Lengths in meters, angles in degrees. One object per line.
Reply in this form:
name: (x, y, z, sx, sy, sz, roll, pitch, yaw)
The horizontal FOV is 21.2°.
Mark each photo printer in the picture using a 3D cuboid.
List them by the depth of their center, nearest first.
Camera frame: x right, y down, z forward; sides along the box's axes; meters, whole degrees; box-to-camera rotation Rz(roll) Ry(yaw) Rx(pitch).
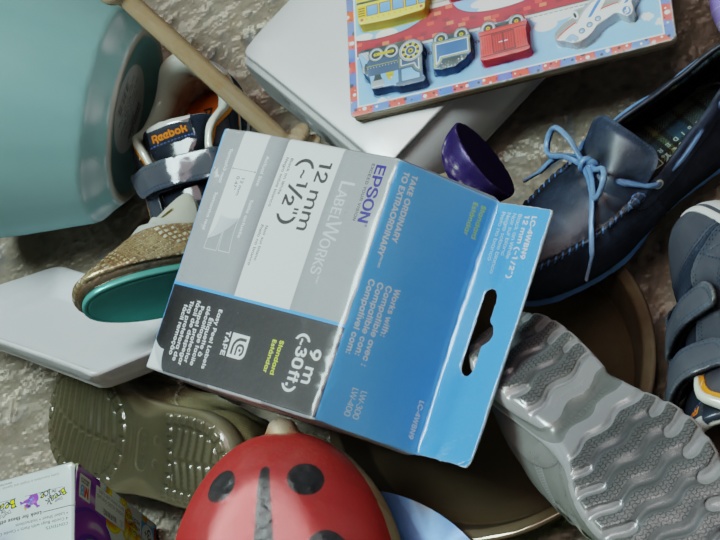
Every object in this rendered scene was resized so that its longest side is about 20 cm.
photo printer: (0.045, -0.156, 1.211, 0.200, 0.070, 0.166, -46, 54, -4)

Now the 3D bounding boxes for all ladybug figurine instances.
ladybug figurine: (-0.043, 0.174, 1.000, 0.134, 0.072, 0.202, -9, 70, 10)

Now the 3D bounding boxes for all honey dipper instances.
honey dipper: (-0.086, -0.113, 1.181, 0.038, 0.200, 0.038, -43, 18, 17)

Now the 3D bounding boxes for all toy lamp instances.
toy lamp: (0.000, 0.000, 1.107, 0.200, 0.058, 0.059, -40, 51, 21)

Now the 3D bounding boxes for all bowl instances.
bowl: (-0.193, -0.108, 1.243, 0.104, 0.201, 0.203, 11, 66, 9)

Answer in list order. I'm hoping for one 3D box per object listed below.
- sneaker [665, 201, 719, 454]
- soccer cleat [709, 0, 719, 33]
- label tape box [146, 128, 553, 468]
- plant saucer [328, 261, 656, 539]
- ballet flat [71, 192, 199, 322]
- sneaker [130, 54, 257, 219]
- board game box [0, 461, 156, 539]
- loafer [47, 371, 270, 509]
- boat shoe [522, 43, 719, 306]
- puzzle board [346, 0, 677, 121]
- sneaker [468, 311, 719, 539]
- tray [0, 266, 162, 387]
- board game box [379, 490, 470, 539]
sneaker: (0.191, 0.050, 0.997, 0.079, 0.079, 0.201, -11, 54, -15)
soccer cleat: (0.261, -0.122, 1.081, 0.066, 0.077, 0.201, -36, 54, 3)
label tape box: (-0.010, 0.011, 1.029, 0.199, 0.066, 0.145, 12, 81, 43)
plant saucer: (0.075, 0.064, 1.097, 0.198, 0.029, 0.202, -13, 58, 20)
ballet flat: (-0.080, -0.015, 1.153, 0.198, 0.071, 0.066, -7, 63, -21)
sneaker: (-0.105, -0.046, 1.218, 0.078, 0.079, 0.202, -16, 58, 16)
board game box: (-0.180, 0.229, 1.081, 0.104, 0.103, 0.202, -15, 57, 18)
loafer: (-0.118, 0.102, 1.147, 0.199, 0.067, 0.077, 18, 97, 48)
boat shoe: (0.144, -0.064, 1.088, 0.200, 0.069, 0.084, -42, 52, -18)
puzzle board: (0.083, -0.178, 1.152, 0.198, 0.017, 0.152, -12, 61, 16)
sneaker: (0.130, 0.101, 0.975, 0.074, 0.082, 0.200, -29, 43, -8)
tray: (-0.175, 0.036, 1.185, 0.107, 0.022, 0.199, -19, 22, -38)
board game box: (-0.005, 0.222, 1.041, 0.157, 0.039, 0.202, 19, 74, 25)
